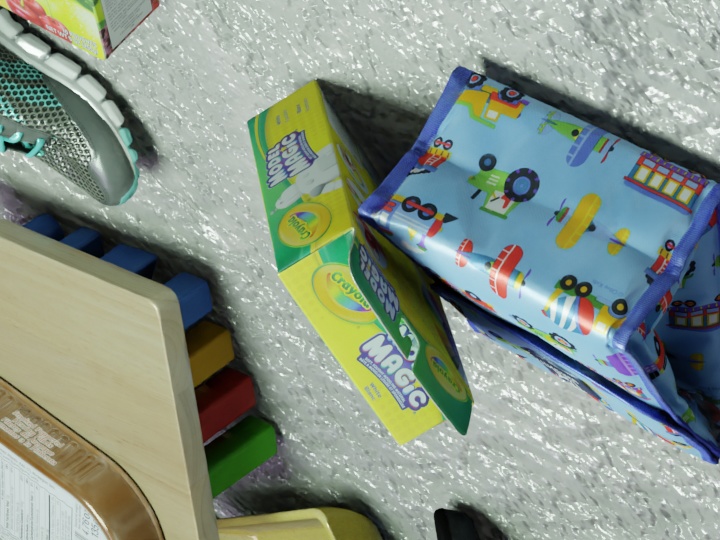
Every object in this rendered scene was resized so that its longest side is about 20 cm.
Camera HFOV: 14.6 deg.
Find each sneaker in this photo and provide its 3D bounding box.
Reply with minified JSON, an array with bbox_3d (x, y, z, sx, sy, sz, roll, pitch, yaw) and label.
[{"bbox_3d":[-0.214,-0.097,1.588,0.200,0.091,0.078,42,155,-1],"label":"sneaker"}]

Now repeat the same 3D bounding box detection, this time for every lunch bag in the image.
[{"bbox_3d":[0.106,0.013,1.349,0.150,0.094,0.200,27,163,27],"label":"lunch bag"}]

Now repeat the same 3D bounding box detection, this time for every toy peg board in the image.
[{"bbox_3d":[-0.150,0.051,1.756,0.200,0.098,0.199,21,132,36],"label":"toy peg board"}]

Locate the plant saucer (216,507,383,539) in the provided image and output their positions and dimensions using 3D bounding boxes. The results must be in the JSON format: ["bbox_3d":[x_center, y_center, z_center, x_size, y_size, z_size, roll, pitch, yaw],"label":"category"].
[{"bbox_3d":[-0.013,0.236,1.835,0.200,0.048,0.200,-13,105,60],"label":"plant saucer"}]

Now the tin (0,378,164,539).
[{"bbox_3d":[-0.205,0.139,1.775,0.200,0.042,0.112,33,134,27],"label":"tin"}]

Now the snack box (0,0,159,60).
[{"bbox_3d":[-0.203,-0.208,1.445,0.200,0.053,0.142,28,150,26],"label":"snack box"}]

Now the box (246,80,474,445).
[{"bbox_3d":[0.000,0.000,1.370,0.117,0.048,0.200,55,-173,-26],"label":"box"}]

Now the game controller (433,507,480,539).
[{"bbox_3d":[0.070,0.229,1.713,0.200,0.042,0.104,79,169,-53],"label":"game controller"}]
